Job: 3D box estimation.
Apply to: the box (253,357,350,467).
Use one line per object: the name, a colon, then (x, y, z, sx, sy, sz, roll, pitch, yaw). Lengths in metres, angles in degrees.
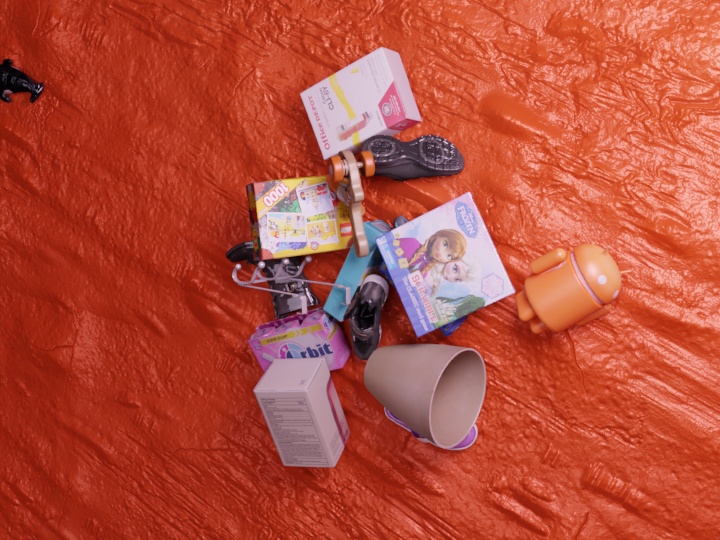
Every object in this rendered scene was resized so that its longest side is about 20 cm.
box: (-0.116, 0.292, 1.622, 0.126, 0.109, 0.203, -4, 119, 24)

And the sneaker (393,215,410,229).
sneaker: (0.156, -0.057, 1.509, 0.199, 0.079, 0.096, 36, 100, 10)

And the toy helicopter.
toy helicopter: (-0.017, -0.125, 1.489, 0.078, 0.132, 0.204, -11, 95, -16)

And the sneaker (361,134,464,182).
sneaker: (0.101, -0.209, 1.512, 0.196, 0.091, 0.077, 8, 65, 7)

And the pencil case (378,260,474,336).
pencil case: (0.127, 0.035, 1.522, 0.200, 0.078, 0.087, 43, 142, 15)

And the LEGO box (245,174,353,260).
LEGO box: (-0.118, -0.107, 1.564, 0.077, 0.197, 0.152, -177, 79, -68)

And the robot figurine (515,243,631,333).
robot figurine: (0.367, 0.030, 1.380, 0.199, 0.116, 0.145, -34, 81, 26)

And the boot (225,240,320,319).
boot: (-0.191, 0.018, 1.687, 0.197, 0.069, 0.177, -11, 91, 25)

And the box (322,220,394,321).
box: (0.000, 0.000, 1.581, 0.049, 0.082, 0.202, 32, 110, 20)

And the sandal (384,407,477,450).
sandal: (0.133, 0.308, 1.571, 0.200, 0.050, 0.084, 14, 103, 24)

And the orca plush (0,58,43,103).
orca plush: (-0.892, -0.468, 1.978, 0.199, 0.071, 0.106, 33, 110, 19)

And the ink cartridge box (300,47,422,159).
ink cartridge box: (-0.001, -0.319, 1.539, 0.198, 0.083, 0.147, -22, 87, 27)

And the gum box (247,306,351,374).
gum box: (-0.132, 0.159, 1.658, 0.198, 0.066, 0.115, -17, 110, 27)

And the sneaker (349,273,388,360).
sneaker: (0.007, 0.109, 1.561, 0.066, 0.091, 0.202, 18, 126, 11)

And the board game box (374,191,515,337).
board game box: (0.154, -0.010, 1.449, 0.197, 0.041, 0.202, -26, 85, 12)

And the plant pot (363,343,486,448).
plant pot: (0.110, 0.217, 1.517, 0.198, 0.186, 0.191, 14, 103, 40)

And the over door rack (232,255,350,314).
over door rack: (-0.130, 0.016, 1.534, 0.198, 0.147, 0.068, 22, 109, 35)
